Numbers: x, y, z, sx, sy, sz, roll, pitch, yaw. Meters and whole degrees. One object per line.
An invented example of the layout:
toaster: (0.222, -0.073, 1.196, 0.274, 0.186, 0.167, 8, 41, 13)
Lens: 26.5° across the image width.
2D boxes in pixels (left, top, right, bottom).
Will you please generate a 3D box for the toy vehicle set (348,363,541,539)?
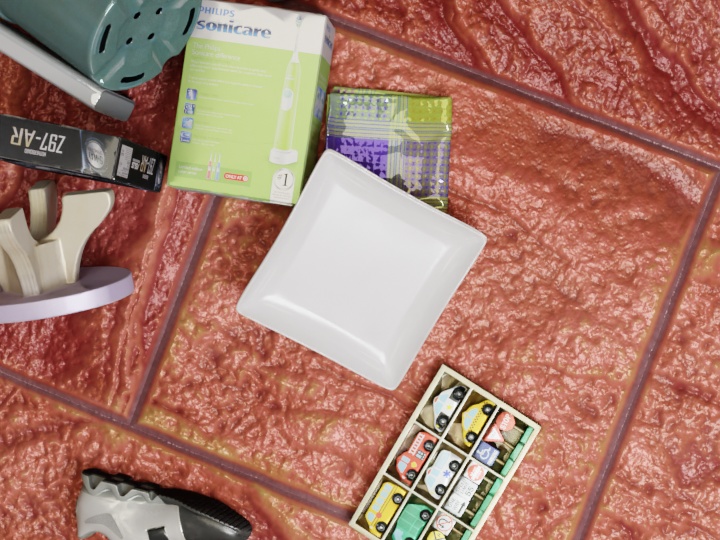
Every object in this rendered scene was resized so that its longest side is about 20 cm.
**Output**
toy vehicle set: (0.090, 0.217, 1.626, 0.124, 0.027, 0.201, 31, 93, 5)

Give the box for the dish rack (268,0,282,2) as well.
dish rack: (-0.070, -0.387, 1.573, 0.152, 0.200, 0.055, -25, 49, 6)

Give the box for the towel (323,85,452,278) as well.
towel: (0.025, -0.092, 1.636, 0.142, 0.023, 0.202, 6, 91, 7)

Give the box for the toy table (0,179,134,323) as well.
toy table: (-0.345, -0.019, 1.607, 0.198, 0.184, 0.118, -9, 105, -6)

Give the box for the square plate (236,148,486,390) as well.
square plate: (0.000, 0.000, 1.600, 0.197, 0.028, 0.201, 28, 105, -14)

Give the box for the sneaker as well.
sneaker: (-0.212, 0.278, 1.638, 0.198, 0.074, 0.089, 12, 91, 16)

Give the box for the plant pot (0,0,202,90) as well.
plant pot: (-0.276, -0.299, 1.555, 0.196, 0.200, 0.201, 40, 94, 22)

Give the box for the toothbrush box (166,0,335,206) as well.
toothbrush box: (-0.114, -0.175, 1.619, 0.144, 0.086, 0.202, 8, 91, 6)

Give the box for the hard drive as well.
hard drive: (-0.342, -0.225, 1.620, 0.199, 0.132, 0.027, 32, 93, 5)

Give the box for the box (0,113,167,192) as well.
box: (-0.301, -0.122, 1.581, 0.159, 0.200, 0.044, 11, 90, 5)
